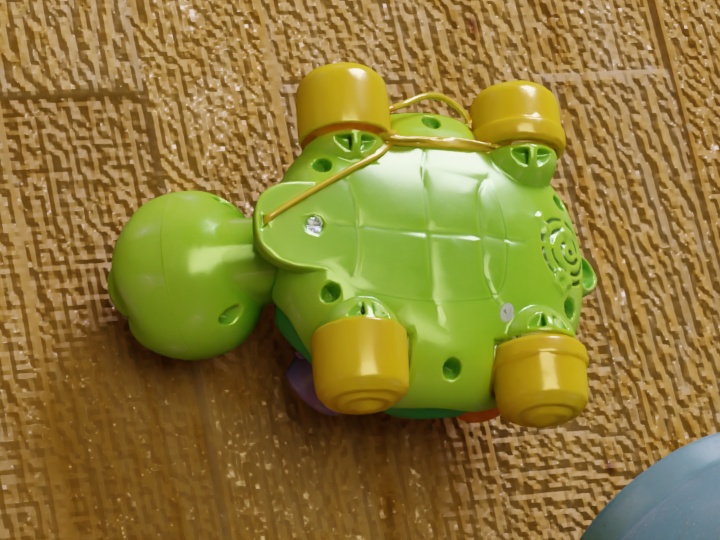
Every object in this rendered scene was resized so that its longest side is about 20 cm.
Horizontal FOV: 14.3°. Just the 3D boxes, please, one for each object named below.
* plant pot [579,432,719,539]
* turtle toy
[{"bbox_3d":[0.159,0.147,1.112,0.200,0.201,0.134,-17,48,-26],"label":"plant pot"},{"bbox_3d":[0.000,0.000,1.150,0.200,0.101,0.146,5,66,-18],"label":"turtle toy"}]
